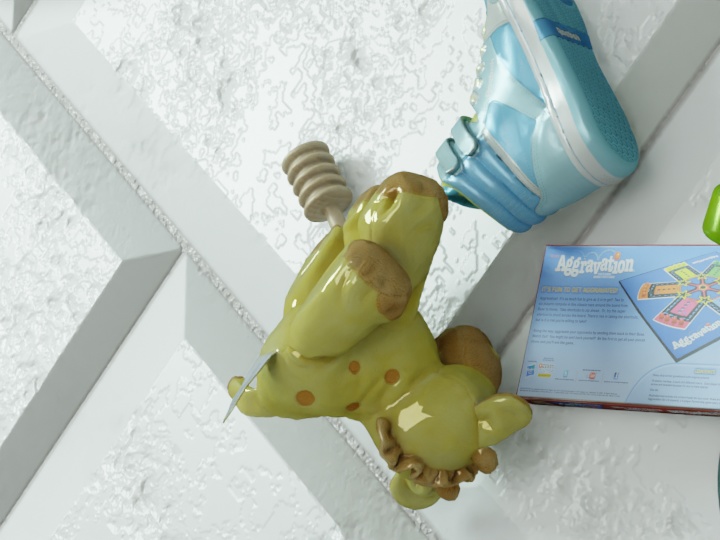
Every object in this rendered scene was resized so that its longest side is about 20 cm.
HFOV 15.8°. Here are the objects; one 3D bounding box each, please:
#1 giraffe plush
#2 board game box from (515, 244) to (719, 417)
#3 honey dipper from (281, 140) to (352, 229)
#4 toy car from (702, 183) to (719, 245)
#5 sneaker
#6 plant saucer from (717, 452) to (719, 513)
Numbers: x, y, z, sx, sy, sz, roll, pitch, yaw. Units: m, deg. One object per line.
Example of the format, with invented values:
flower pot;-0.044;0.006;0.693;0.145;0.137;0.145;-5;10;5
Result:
giraffe plush;0.027;0.062;1.657;0.201;0.162;0.172;-57;8;-18
board game box;0.179;0.035;1.596;0.199;0.019;0.104;1;76;50
honey dipper;0.000;0.000;1.776;0.038;0.038;0.201;-40;60;26
toy car;0.319;-0.067;1.453;0.199;0.157;0.165;23;105;30
sneaker;0.088;-0.117;1.688;0.130;0.079;0.201;-36;57;27
plant saucer;0.283;0.115;1.500;0.199;0.036;0.202;-11;72;38
